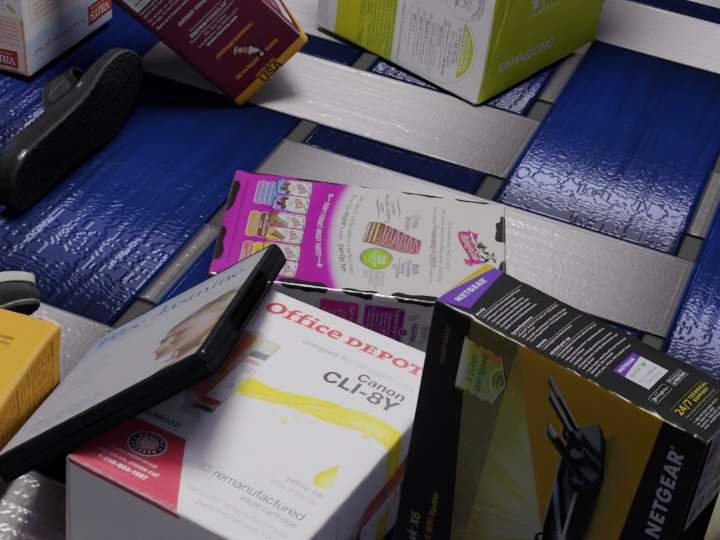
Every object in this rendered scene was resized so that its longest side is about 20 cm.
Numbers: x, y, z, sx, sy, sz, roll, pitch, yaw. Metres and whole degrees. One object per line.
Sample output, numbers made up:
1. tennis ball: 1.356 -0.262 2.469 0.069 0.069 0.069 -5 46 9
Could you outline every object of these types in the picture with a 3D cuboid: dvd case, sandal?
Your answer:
1. dvd case: -0.123 0.049 0.913 0.143 0.018 0.200 -28 11 16
2. sandal: -0.231 -0.121 1.195 0.048 0.075 0.200 22 38 13

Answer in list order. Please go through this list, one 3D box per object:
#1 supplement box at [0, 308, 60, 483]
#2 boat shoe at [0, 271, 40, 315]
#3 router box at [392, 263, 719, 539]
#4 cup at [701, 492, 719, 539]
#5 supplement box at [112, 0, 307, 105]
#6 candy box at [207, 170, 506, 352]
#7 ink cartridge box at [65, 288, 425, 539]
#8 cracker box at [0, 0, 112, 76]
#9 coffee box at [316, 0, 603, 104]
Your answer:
1. supplement box: -0.239 0.105 0.873 0.067 0.069 0.200 15 43 11
2. boat shoe: -0.280 0.053 0.969 0.200 0.072 0.068 -26 85 -47
3. router box: 0.102 0.117 0.816 0.157 0.200 0.052 27 39 27
4. cup: 0.253 0.153 0.831 0.200 0.200 0.143 -18 16 -31
5. supplement box: -0.150 -0.242 1.277 0.200 0.086 0.110 38 14 -40
6. candy box: 0.000 0.000 1.082 0.200 0.061 0.136 7 35 1
7. ink cartridge box: -0.053 0.109 0.899 0.145 0.083 0.200 22 38 22
8. cracker box: -0.273 -0.283 1.305 0.058 0.200 0.134 15 35 19
9. coffee box: 0.103 -0.301 1.402 0.198 0.200 0.200 30 41 27
